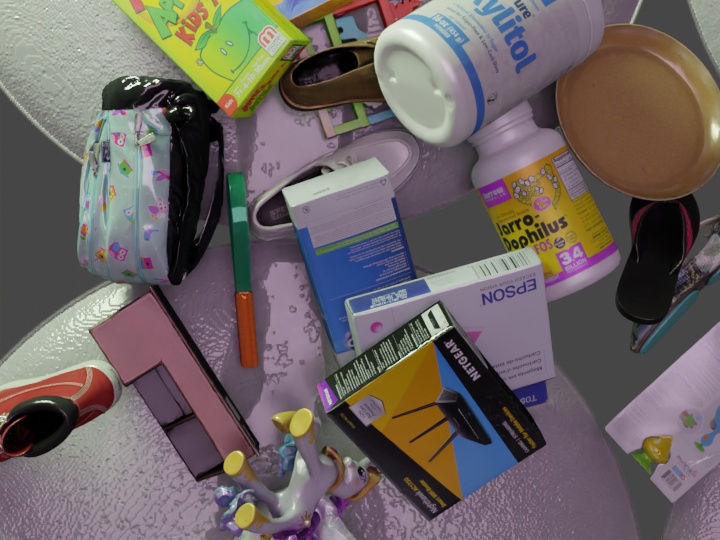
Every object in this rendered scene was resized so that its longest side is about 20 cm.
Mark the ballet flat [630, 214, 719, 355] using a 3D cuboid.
[{"bbox_3d":[0.345,0.004,1.371,0.200,0.074,0.074,-42,95,-7],"label":"ballet flat"}]

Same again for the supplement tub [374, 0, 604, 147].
[{"bbox_3d":[0.125,-0.220,1.254,0.200,0.132,0.132,-35,94,-23],"label":"supplement tub"}]

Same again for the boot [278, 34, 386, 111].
[{"bbox_3d":[0.018,-0.209,1.298,0.200,0.075,0.074,-17,88,-10],"label":"boot"}]

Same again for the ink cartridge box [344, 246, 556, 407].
[{"bbox_3d":[0.098,0.092,1.300,0.196,0.043,0.200,-17,121,-7],"label":"ink cartridge box"}]

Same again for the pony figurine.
[{"bbox_3d":[-0.061,0.235,1.261,0.166,0.200,0.193,25,79,35],"label":"pony figurine"}]

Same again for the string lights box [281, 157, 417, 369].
[{"bbox_3d":[0.000,0.000,1.291,0.103,0.059,0.200,-19,115,-6],"label":"string lights box"}]

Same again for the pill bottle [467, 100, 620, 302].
[{"bbox_3d":[0.181,-0.075,1.324,0.104,0.104,0.200,-28,93,-6],"label":"pill bottle"}]

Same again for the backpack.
[{"bbox_3d":[-0.209,-0.085,1.265,0.126,0.167,0.200,6,93,9],"label":"backpack"}]

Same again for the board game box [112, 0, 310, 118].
[{"bbox_3d":[-0.157,-0.256,1.269,0.200,0.048,0.102,45,110,8],"label":"board game box"}]

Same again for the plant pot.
[{"bbox_3d":[0.292,-0.163,1.350,0.200,0.027,0.200,5,71,-16],"label":"plant pot"}]

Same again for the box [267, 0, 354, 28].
[{"bbox_3d":[-0.025,-0.338,1.322,0.200,0.041,0.119,-28,82,-4],"label":"box"}]

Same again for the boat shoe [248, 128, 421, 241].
[{"bbox_3d":[-0.025,-0.090,1.319,0.200,0.066,0.072,-22,92,-6],"label":"boat shoe"}]

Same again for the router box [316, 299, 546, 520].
[{"bbox_3d":[0.073,0.143,1.267,0.149,0.051,0.200,-35,125,8],"label":"router box"}]

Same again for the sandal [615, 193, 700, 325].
[{"bbox_3d":[0.309,-0.032,1.322,0.075,0.045,0.200,14,52,9],"label":"sandal"}]

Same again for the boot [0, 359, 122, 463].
[{"bbox_3d":[-0.340,0.154,1.223,0.200,0.144,0.073,-23,97,18],"label":"boot"}]

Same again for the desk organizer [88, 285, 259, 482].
[{"bbox_3d":[-0.187,0.119,1.300,0.077,0.072,0.200,-32,94,-3],"label":"desk organizer"}]

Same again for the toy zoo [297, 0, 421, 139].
[{"bbox_3d":[0.037,-0.230,1.348,0.200,0.020,0.131,-20,92,-6],"label":"toy zoo"}]

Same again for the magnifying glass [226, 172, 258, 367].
[{"bbox_3d":[-0.120,0.000,1.311,0.022,0.080,0.200,-4,101,-9],"label":"magnifying glass"}]

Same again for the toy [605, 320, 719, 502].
[{"bbox_3d":[0.366,0.138,1.376,0.200,0.047,0.115,-43,98,-1],"label":"toy"}]
